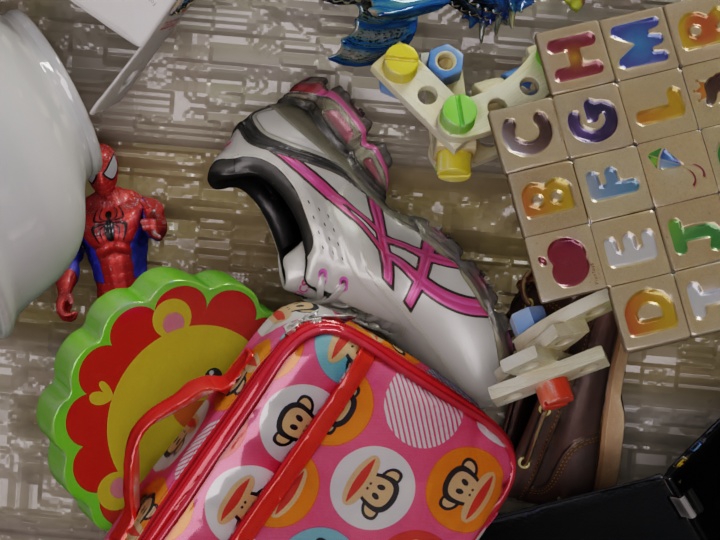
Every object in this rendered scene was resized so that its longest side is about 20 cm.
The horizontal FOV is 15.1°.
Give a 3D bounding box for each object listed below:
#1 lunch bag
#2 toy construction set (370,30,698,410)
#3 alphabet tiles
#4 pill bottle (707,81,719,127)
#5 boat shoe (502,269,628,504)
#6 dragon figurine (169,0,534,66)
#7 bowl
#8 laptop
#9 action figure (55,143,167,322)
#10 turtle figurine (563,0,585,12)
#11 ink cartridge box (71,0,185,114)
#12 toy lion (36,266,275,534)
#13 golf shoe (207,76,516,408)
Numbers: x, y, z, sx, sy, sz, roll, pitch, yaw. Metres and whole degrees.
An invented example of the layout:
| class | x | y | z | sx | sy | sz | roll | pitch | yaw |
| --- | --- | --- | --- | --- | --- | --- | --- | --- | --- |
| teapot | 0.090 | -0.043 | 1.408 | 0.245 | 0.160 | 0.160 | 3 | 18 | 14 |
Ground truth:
| class | x | y | z | sx | sy | sz | roll | pitch | yaw |
| --- | --- | --- | --- | --- | --- | --- | --- | --- | --- |
| lunch bag | -0.037 | 0.119 | 1.377 | 0.176 | 0.082 | 0.200 | 34 | 90 | -19 |
| toy construction set | 0.093 | -0.033 | 1.374 | 0.131 | 0.092 | 0.200 | -16 | 87 | -11 |
| alphabet tiles | 0.171 | -0.053 | 1.339 | 0.200 | 0.006 | 0.167 | -13 | 79 | -6 |
| pill bottle | 0.267 | -0.065 | 1.409 | 0.200 | 0.113 | 0.113 | 2 | 97 | 2 |
| boat shoe | 0.112 | 0.030 | 1.448 | 0.070 | 0.070 | 0.200 | 7 | 98 | -3 |
| dragon figurine | 0.007 | -0.143 | 1.390 | 0.200 | 0.059 | 0.099 | -25 | 82 | -37 |
| bowl | -0.195 | -0.073 | 1.402 | 0.090 | 0.201 | 0.201 | -30 | 96 | -15 |
| laptop | 0.190 | 0.153 | 1.464 | 0.200 | 0.116 | 0.187 | -42 | 116 | -20 |
| action figure | -0.124 | 0.032 | 1.448 | 0.065 | 0.099 | 0.200 | -10 | 94 | 2 |
| turtle figurine | 0.156 | -0.216 | 1.415 | 0.161 | 0.064 | 0.200 | -28 | 117 | 14 |
| ink cartridge box | -0.100 | -0.182 | 1.406 | 0.068 | 0.116 | 0.200 | 36 | 97 | -2 |
| toy lion | -0.079 | 0.101 | 1.424 | 0.192 | 0.069 | 0.200 | 7 | 102 | -28 |
| golf shoe | 0.000 | 0.000 | 1.434 | 0.092 | 0.073 | 0.200 | -37 | 88 | -26 |
